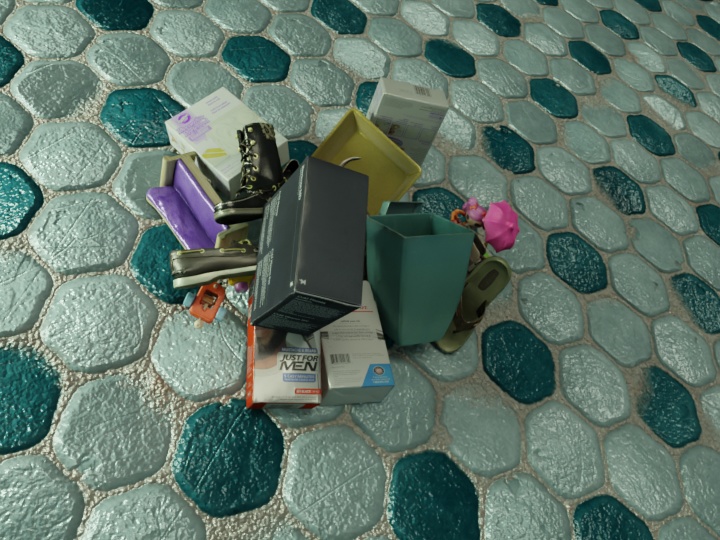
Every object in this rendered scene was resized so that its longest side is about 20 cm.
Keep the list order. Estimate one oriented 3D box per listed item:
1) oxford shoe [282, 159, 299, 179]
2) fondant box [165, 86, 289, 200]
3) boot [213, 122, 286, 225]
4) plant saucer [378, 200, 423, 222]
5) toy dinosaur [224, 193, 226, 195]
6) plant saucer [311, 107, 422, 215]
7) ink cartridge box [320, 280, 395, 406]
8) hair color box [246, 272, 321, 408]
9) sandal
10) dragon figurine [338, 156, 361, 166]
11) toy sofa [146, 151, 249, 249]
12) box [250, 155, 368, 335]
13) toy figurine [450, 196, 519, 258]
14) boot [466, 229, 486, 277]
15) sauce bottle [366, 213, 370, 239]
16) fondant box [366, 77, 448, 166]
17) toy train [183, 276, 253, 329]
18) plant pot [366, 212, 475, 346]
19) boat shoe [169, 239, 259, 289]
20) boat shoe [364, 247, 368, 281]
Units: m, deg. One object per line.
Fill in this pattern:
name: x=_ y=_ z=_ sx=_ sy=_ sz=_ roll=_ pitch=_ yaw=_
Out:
oxford shoe: x=-0.142 y=-0.119 z=1.186 sx=0.069 sy=0.075 sz=0.204 roll=6 pitch=60 yaw=-15
fondant box: x=-0.251 y=-0.243 z=1.193 sx=0.144 sy=0.059 sz=0.199 roll=-39 pitch=65 yaw=-24
boot: x=-0.189 y=-0.163 z=1.059 sx=0.203 sy=0.072 sz=0.157 roll=-24 pitch=101 yaw=-61
plant saucer: x=0.074 y=-0.102 z=1.220 sx=0.019 sy=0.071 sz=0.199 roll=24 pitch=14 yaw=18
toy dinosaur: x=-0.253 y=-0.214 z=1.243 sx=0.099 sy=0.059 sz=0.202 roll=-18 pitch=59 yaw=-15
plant saucer: x=-0.006 y=-0.182 z=1.256 sx=0.200 sy=0.201 sz=0.048 roll=44 pitch=9 yaw=13
ink cartridge box: x=-0.024 y=0.118 z=1.068 sx=0.114 sy=0.068 sz=0.203 roll=2 pitch=55 yaw=-22
hair color box: x=-0.121 y=0.112 z=1.001 sx=0.109 sy=0.064 sz=0.204 roll=4 pitch=69 yaw=-20
sandal: x=0.192 y=0.062 z=1.127 sx=0.079 sy=0.203 sz=0.057 roll=32 pitch=20 yaw=-2
dragon figurine: x=-0.059 y=-0.126 z=1.203 sx=0.058 sy=0.100 sz=0.201 roll=12 pitch=54 yaw=31
toy sofa: x=-0.291 y=-0.107 z=1.115 sx=0.097 sy=0.083 sz=0.201 roll=-24 pitch=67 yaw=-36
box: x=-0.076 y=-0.027 z=0.925 sx=0.102 sy=0.182 sz=0.204 roll=13 pitch=67 yaw=-24
toy figurine: x=0.229 y=-0.073 z=1.243 sx=0.200 sy=0.185 sz=0.149 roll=46 pitch=51 yaw=15
boot: x=0.164 y=-0.024 z=1.198 sx=0.201 sy=0.146 sz=0.070 roll=51 pitch=35 yaw=12
sauce bottle: x=-0.071 y=-0.049 z=1.123 sx=0.197 sy=0.065 sz=0.065 roll=-25 pitch=64 yaw=-10
fondant box: x=0.079 y=-0.289 z=1.319 sx=0.141 sy=0.202 sz=0.059 roll=7 pitch=47 yaw=-17
toy train: x=-0.188 y=0.056 z=1.060 sx=0.197 sy=0.056 sz=0.153 roll=23 pitch=66 yaw=-13
plant pot: x=0.092 y=0.017 z=1.098 sx=0.139 sy=0.204 sz=0.141 roll=-4 pitch=19 yaw=-26
boat shoe: x=-0.201 y=-0.019 z=1.007 sx=0.198 sy=0.072 sz=0.062 roll=-11 pitch=85 yaw=-22
boat shoe: x=0.000 y=0.000 z=1.169 sx=0.072 sy=0.073 sz=0.199 roll=41 pitch=45 yaw=10
